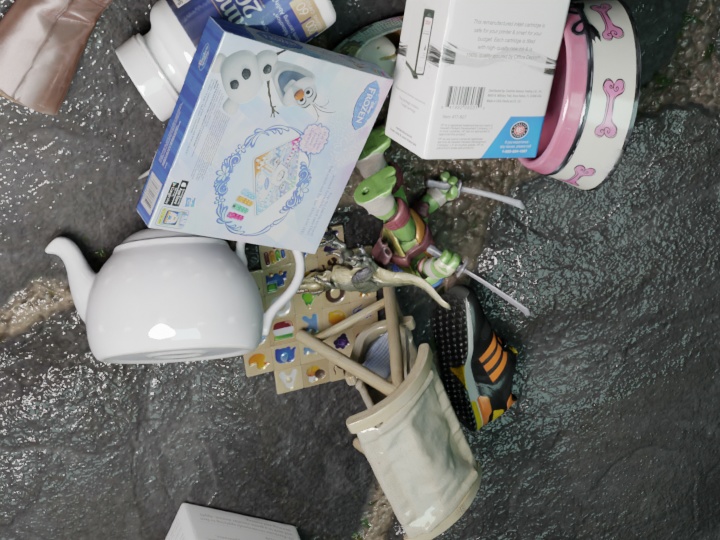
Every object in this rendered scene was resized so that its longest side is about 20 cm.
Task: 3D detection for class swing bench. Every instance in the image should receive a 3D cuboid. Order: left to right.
[{"bbox_3d":[0.044,0.161,1.434,0.129,0.200,0.200,-28,125,-5],"label":"swing bench"}]

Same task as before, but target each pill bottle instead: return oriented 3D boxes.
[{"bbox_3d":[-0.131,-0.233,1.224,0.199,0.111,0.112,-34,123,0],"label":"pill bottle"}]

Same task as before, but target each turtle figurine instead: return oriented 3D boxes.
[{"bbox_3d":[0.082,-0.064,1.366,0.194,0.198,0.145,48,57,-41],"label":"turtle figurine"}]

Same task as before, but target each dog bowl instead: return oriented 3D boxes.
[{"bbox_3d":[0.216,-0.187,1.327,0.073,0.201,0.203,5,115,-14],"label":"dog bowl"}]

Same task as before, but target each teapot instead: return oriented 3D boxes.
[{"bbox_3d":[-0.189,0.016,1.314,0.199,0.196,0.149,6,77,-49],"label":"teapot"}]

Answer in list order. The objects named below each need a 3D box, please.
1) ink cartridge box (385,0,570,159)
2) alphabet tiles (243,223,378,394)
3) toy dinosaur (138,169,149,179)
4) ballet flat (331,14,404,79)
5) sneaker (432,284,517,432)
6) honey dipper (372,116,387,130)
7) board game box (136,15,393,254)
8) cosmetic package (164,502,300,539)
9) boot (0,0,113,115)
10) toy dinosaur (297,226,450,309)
[{"bbox_3d":[0.117,-0.218,1.258,0.144,0.084,0.203,-3,114,-31],"label":"ink cartridge box"},{"bbox_3d":[-0.059,0.047,1.459,0.164,0.006,0.203,-13,120,-14],"label":"alphabet tiles"},{"bbox_3d":[-0.125,-0.127,1.297,0.198,0.102,0.078,-27,133,-16],"label":"toy dinosaur"},{"bbox_3d":[0.053,-0.229,1.317,0.198,0.071,0.070,-23,120,-7],"label":"ballet flat"},{"bbox_3d":[0.146,0.093,1.529,0.089,0.070,0.203,-24,123,-24],"label":"sneaker"},{"bbox_3d":[-0.042,-0.120,1.362,0.198,0.038,0.038,-28,123,-8],"label":"honey dipper"},{"bbox_3d":[-0.091,-0.122,1.221,0.197,0.043,0.202,9,116,-38],"label":"board game box"},{"bbox_3d":[-0.151,0.411,1.501,0.163,0.200,0.167,18,109,-26],"label":"cosmetic package"},{"bbox_3d":[-0.321,-0.256,1.178,0.185,0.064,0.201,28,109,-27],"label":"boot"},{"bbox_3d":[0.000,0.000,1.363,0.088,0.198,0.048,52,55,-42],"label":"toy dinosaur"}]
